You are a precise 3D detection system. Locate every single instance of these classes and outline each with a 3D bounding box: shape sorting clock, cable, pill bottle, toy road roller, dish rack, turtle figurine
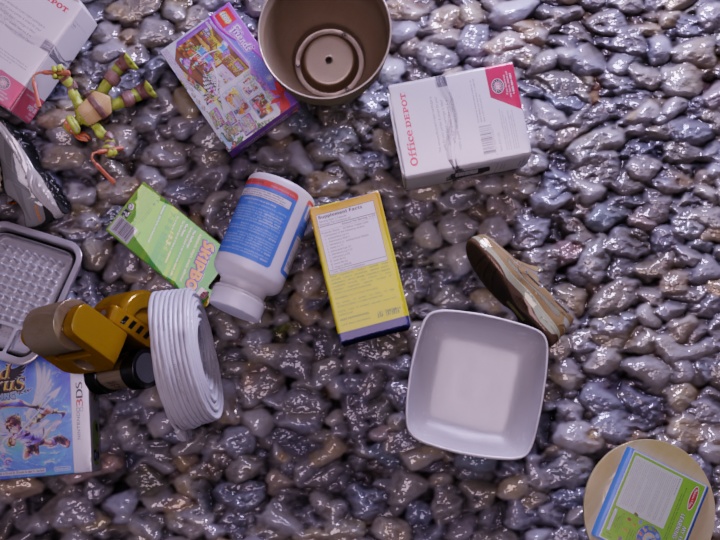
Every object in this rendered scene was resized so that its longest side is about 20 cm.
[{"bbox_3d":[0.421,0.350,1.312,0.196,0.039,0.204,0,82,1],"label":"shape sorting clock"},{"bbox_3d":[-0.249,0.124,1.282,0.068,0.201,0.203,-10,60,-1],"label":"cable"},{"bbox_3d":[-0.151,-0.032,1.334,0.110,0.112,0.203,20,76,4],"label":"pill bottle"},{"bbox_3d":[-0.373,0.081,1.304,0.121,0.200,0.148,-11,51,35],"label":"toy road roller"},{"bbox_3d":[-0.521,0.037,1.360,0.169,0.044,0.203,16,71,10],"label":"dish rack"},{"bbox_3d":[-0.400,-0.252,1.405,0.160,0.064,0.201,-36,102,-7],"label":"turtle figurine"}]

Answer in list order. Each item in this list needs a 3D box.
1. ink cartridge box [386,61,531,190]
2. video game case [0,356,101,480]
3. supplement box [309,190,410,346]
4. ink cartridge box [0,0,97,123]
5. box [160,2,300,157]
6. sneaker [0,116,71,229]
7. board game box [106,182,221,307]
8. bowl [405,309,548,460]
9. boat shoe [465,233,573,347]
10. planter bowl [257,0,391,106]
[{"bbox_3d":[0.146,-0.218,1.373,0.196,0.083,0.148,-10,83,1],"label":"ink cartridge box"},{"bbox_3d":[-0.496,0.218,1.356,0.196,0.045,0.185,-5,81,1],"label":"video game case"},{"bbox_3d":[0.000,0.000,1.337,0.107,0.110,0.204,-13,83,0],"label":"supplement box"},{"bbox_3d":[-0.532,-0.359,1.413,0.145,0.083,0.202,34,85,6],"label":"ink cartridge box"},{"bbox_3d":[-0.204,-0.300,1.417,0.136,0.039,0.201,-34,83,-2],"label":"box"},{"bbox_3d":[-0.533,-0.156,1.393,0.079,0.074,0.202,-33,83,2],"label":"sneaker"},{"bbox_3d":[-0.288,-0.038,1.391,0.199,0.030,0.096,38,85,8],"label":"board game box"},{"bbox_3d":[0.167,0.169,1.327,0.196,0.075,0.204,11,83,2],"label":"bowl"},{"bbox_3d":[0.242,0.018,1.355,0.076,0.072,0.201,-39,90,-18],"label":"boat shoe"},{"bbox_3d":[-0.051,-0.339,1.369,0.196,0.135,0.204,0,83,1],"label":"planter bowl"}]
